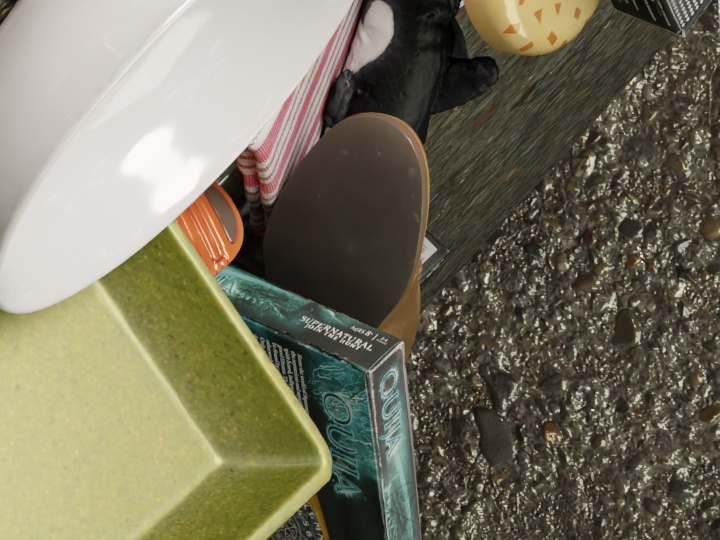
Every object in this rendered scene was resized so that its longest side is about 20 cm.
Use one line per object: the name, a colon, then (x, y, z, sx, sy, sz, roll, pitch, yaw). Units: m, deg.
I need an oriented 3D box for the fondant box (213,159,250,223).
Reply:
fondant box: (-0.120, -0.006, 1.075, 0.144, 0.058, 0.200, -46, 175, -4)

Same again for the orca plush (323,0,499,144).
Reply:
orca plush: (0.038, -0.115, 1.037, 0.105, 0.071, 0.200, -45, 154, -79)

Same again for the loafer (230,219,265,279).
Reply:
loafer: (-0.031, 0.002, 1.119, 0.200, 0.076, 0.068, -43, 167, -43)

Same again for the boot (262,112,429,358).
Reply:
boot: (0.000, 0.000, 1.008, 0.075, 0.074, 0.200, -42, 154, -46)

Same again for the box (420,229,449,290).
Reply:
box: (-0.053, 0.025, 1.420, 0.149, 0.124, 0.200, -42, 174, -24)

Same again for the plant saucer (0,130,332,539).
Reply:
plant saucer: (-0.134, 0.059, 0.841, 0.200, 0.200, 0.048, -41, -168, -37)

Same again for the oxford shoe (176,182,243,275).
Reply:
oxford shoe: (-0.143, 0.008, 0.930, 0.200, 0.071, 0.073, -21, 170, -32)

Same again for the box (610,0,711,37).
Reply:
box: (0.144, -0.229, 0.871, 0.193, 0.047, 0.200, -54, 143, -14)

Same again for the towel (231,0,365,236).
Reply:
towel: (-0.026, -0.101, 0.985, 0.200, 0.030, 0.147, 87, 23, -78)

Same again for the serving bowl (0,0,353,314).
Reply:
serving bowl: (-0.083, -0.078, 0.778, 0.200, 0.066, 0.200, -47, 172, -9)

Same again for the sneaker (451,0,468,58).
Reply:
sneaker: (-0.001, -0.087, 1.248, 0.200, 0.075, 0.114, -52, 169, 32)

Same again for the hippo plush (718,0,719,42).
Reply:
hippo plush: (0.172, -0.232, 1.172, 0.159, 0.200, 0.161, -16, 162, 17)

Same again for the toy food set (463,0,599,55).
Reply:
toy food set: (0.101, -0.205, 0.916, 0.200, 0.049, 0.198, -38, 138, -28)

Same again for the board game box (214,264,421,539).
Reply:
board game box: (-0.032, 0.092, 1.011, 0.028, 0.135, 0.200, -41, 141, -36)
